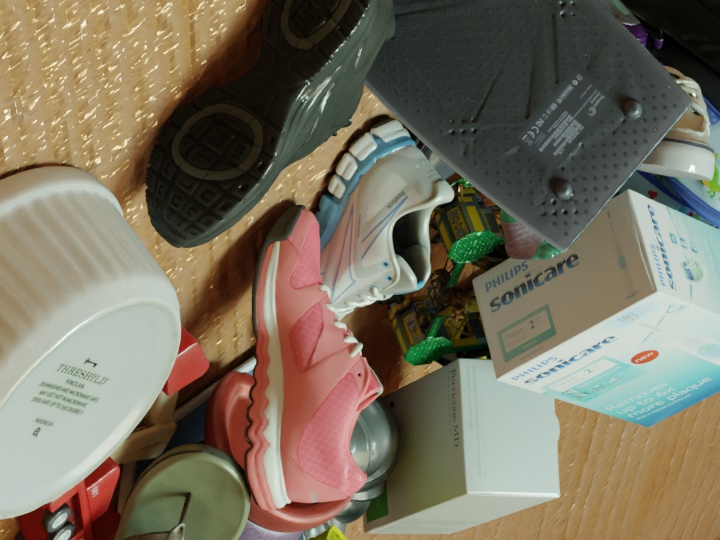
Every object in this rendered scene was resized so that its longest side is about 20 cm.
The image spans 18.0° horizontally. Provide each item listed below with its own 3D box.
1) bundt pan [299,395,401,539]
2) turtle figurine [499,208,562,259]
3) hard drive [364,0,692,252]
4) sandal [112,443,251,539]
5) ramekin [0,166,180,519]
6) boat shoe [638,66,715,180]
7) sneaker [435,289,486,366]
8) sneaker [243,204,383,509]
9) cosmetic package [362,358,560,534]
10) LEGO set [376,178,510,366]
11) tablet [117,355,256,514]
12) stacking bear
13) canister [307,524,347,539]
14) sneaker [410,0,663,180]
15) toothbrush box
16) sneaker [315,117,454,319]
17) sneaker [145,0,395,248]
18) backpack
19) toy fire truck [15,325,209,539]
[{"bbox_3d":[-0.047,0.167,1.732,0.202,0.076,0.202,-39,162,-16],"label":"bundt pan"},{"bbox_3d":[0.103,-0.116,1.507,0.150,0.100,0.201,-40,124,-38],"label":"turtle figurine"},{"bbox_3d":[0.088,-0.122,1.390,0.135,0.200,0.042,-49,-178,0],"label":"hard drive"},{"bbox_3d":[-0.137,0.201,1.487,0.202,0.079,0.057,-54,-159,16],"label":"sandal"},{"bbox_3d":[-0.188,0.049,1.266,0.202,0.094,0.203,-40,157,-21],"label":"ramekin"},{"bbox_3d":[0.198,-0.100,1.493,0.200,0.071,0.066,-56,156,-81],"label":"boat shoe"},{"bbox_3d":[0.105,0.035,1.852,0.200,0.075,0.077,-26,143,-64],"label":"sneaker"},{"bbox_3d":[-0.026,0.058,1.498,0.074,0.086,0.202,60,31,-78],"label":"sneaker"},{"bbox_3d":[0.074,0.140,1.774,0.084,0.109,0.200,3,163,-21],"label":"cosmetic package"},{"bbox_3d":[0.087,-0.029,1.691,0.152,0.117,0.201,-12,148,-15],"label":"LEGO set"},{"bbox_3d":[-0.098,0.110,1.650,0.199,0.014,0.131,-34,154,-32],"label":"tablet"},{"bbox_3d":[-0.113,0.188,1.593,0.200,0.121,0.114,-47,-172,30],"label":"stacking bear"},{"bbox_3d":[-0.079,0.279,1.633,0.199,0.087,0.149,-35,180,2],"label":"canister"},{"bbox_3d":[0.118,-0.119,1.581,0.200,0.087,0.074,-47,158,-6],"label":"sneaker"},{"bbox_3d":[0.200,0.032,1.641,0.146,0.086,0.199,-30,148,30],"label":"toothbrush box"},{"bbox_3d":[0.000,0.000,1.558,0.075,0.087,0.201,-21,147,-50],"label":"sneaker"},{"bbox_3d":[-0.044,-0.090,1.330,0.200,0.076,0.091,-49,155,4],"label":"sneaker"},{"bbox_3d":[0.256,-0.110,1.710,0.182,0.200,0.148,-21,145,-51],"label":"backpack"},{"bbox_3d":[-0.164,0.119,1.488,0.141,0.049,0.201,-39,156,-23],"label":"toy fire truck"}]
